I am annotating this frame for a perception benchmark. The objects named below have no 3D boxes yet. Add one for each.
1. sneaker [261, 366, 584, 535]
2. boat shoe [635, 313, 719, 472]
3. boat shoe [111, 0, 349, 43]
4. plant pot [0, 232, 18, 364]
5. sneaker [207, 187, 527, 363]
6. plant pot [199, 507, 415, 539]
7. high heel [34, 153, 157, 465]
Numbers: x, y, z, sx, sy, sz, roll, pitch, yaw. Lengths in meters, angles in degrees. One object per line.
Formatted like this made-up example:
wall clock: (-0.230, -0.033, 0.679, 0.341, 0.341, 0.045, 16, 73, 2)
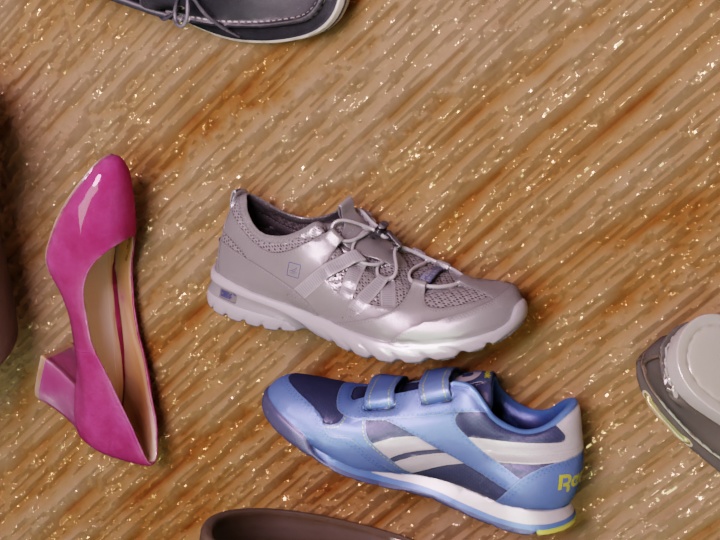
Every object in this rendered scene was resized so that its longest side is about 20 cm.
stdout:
sneaker: (0.040, 0.088, 0.875, 0.199, 0.074, 0.083, 16, 108, 7)
boat shoe: (0.240, 0.100, 0.812, 0.201, 0.072, 0.060, 38, 155, -7)
boat shoe: (-0.103, -0.177, 0.854, 0.199, 0.062, 0.075, 17, 108, 13)
plant pot: (-0.300, -0.010, 0.919, 0.199, 0.200, 0.175, -6, 122, 21)
sneaker: (0.000, 0.000, 0.859, 0.199, 0.075, 0.082, 9, 109, 18)
plant pot: (-0.018, 0.252, 0.848, 0.199, 0.200, 0.174, 17, 94, 14)
high heel: (-0.150, 0.029, 0.920, 0.096, 0.067, 0.201, 30, 118, 20)
